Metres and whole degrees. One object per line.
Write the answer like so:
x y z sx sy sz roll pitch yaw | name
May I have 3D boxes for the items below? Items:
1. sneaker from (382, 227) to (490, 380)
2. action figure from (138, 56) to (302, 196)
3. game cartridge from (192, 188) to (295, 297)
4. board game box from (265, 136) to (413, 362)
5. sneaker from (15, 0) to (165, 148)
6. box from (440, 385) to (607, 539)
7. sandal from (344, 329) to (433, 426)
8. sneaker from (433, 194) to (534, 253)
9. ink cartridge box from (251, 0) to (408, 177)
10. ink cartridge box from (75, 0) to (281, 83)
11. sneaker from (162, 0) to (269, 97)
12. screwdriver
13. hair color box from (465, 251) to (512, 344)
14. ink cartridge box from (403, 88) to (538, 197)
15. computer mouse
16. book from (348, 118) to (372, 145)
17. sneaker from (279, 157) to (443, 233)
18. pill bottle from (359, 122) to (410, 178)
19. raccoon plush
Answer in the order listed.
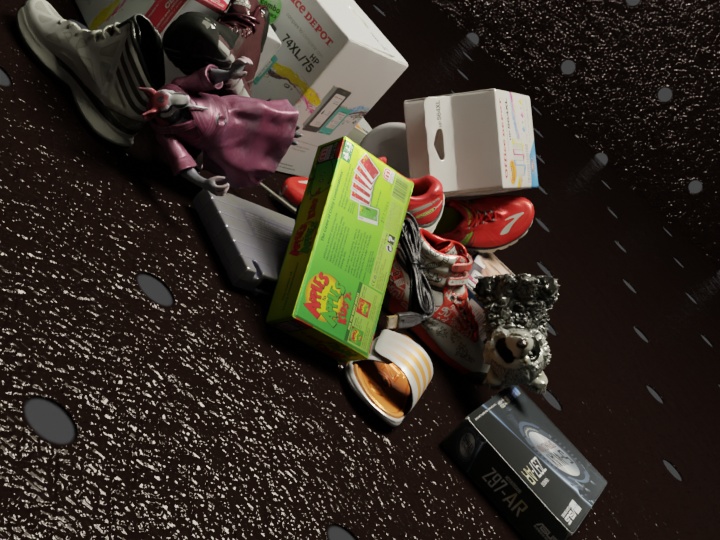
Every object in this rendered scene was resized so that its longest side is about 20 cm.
0.110 0.037 1.403 0.201 0.108 0.067 40 20 -12 | sneaker
-0.155 -0.157 1.192 0.148 0.135 0.199 29 7 37 | action figure
-0.081 -0.013 1.249 0.199 0.038 0.130 21 26 -47 | game cartridge
-0.018 -0.021 1.194 0.101 0.047 0.201 30 63 -32 | board game box
-0.263 -0.232 1.209 0.201 0.115 0.076 50 21 18 | sneaker
0.183 0.211 1.293 0.160 0.044 0.200 48 20 12 | box
0.041 0.092 1.234 0.079 0.059 0.207 43 20 -1 | sandal
0.142 -0.063 1.576 0.085 0.198 0.078 128 -47 -77 | sneaker
-0.076 -0.243 1.466 0.147 0.200 0.146 52 22 24 | ink cartridge box
-0.217 -0.295 1.379 0.145 0.145 0.201 20 30 -47 | ink cartridge box
-0.143 -0.252 1.224 0.075 0.116 0.200 17 -10 7 | sneaker
-0.134 -0.109 1.327 0.200 0.029 0.028 42 23 1 | screwdriver
0.166 0.040 1.577 0.100 0.061 0.200 44 19 -1 | hair color box
0.143 -0.161 1.538 0.200 0.124 0.130 -13 97 -67 | ink cartridge box
0.000 0.000 1.278 0.199 0.046 0.142 5 65 -47 | computer mouse
-0.056 -0.238 1.725 0.199 0.048 0.134 21 28 -50 | book
0.003 -0.097 1.407 0.198 0.085 0.077 5 35 -14 | sneaker
0.082 -0.149 1.702 0.120 0.120 0.200 49 20 13 | pill bottle
0.193 0.080 1.393 0.200 0.096 0.135 21 68 -68 | raccoon plush
